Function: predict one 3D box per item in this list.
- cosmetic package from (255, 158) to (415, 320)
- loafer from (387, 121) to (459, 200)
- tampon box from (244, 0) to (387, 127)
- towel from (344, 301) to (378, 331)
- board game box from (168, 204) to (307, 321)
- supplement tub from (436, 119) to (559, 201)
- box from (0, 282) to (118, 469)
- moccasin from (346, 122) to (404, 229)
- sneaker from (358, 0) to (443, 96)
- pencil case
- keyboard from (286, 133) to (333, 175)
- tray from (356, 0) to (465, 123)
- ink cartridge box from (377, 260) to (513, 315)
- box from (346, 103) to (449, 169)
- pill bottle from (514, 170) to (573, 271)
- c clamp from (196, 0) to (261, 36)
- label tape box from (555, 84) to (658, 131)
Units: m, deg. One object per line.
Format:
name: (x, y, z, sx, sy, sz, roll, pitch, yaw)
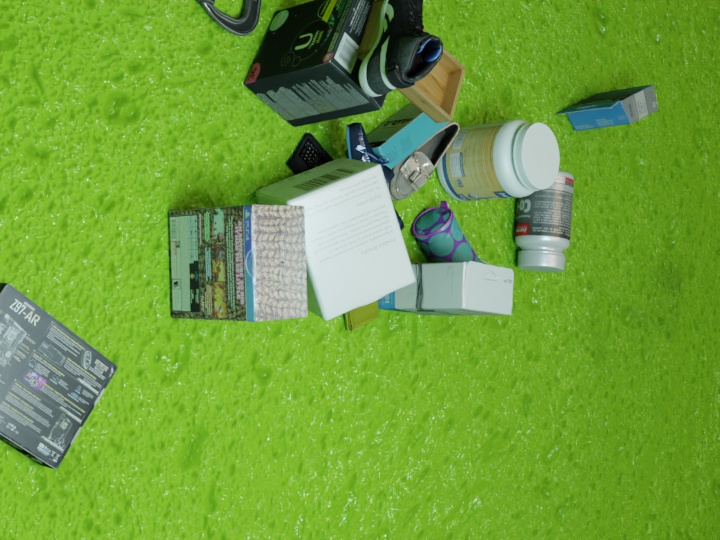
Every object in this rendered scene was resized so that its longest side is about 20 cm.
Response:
cosmetic package: (-0.041, -0.053, 1.556, 0.165, 0.165, 0.200, -22, 108, -19)
loafer: (0.116, -0.210, 1.822, 0.072, 0.063, 0.200, 53, 55, -32)
tampon box: (-0.054, -0.331, 1.552, 0.126, 0.200, 0.150, 38, 62, -38)
towel: (0.000, 0.000, 1.712, 0.086, 0.018, 0.200, -22, 115, -43)
board game box: (-0.179, -0.011, 1.423, 0.097, 0.200, 0.160, -3, 92, -45)
supplement tub: (0.258, -0.207, 1.870, 0.144, 0.200, 0.145, 0, 90, -45)
box: (-0.432, 0.137, 1.274, 0.200, 0.043, 0.160, 45, 59, -35)
moccasin: (0.026, -0.155, 1.652, 0.081, 0.068, 0.200, -77, 153, -65)
sneaker: (0.080, -0.338, 1.416, 0.073, 0.112, 0.200, 37, 63, -40)
pencil case: (0.181, -0.030, 1.872, 0.092, 0.085, 0.200, -48, 124, -16)
keyboard: (-0.044, -0.133, 1.676, 0.200, 0.040, 0.104, 47, 57, -33)
tray: (0.081, -0.320, 1.524, 0.200, 0.037, 0.099, 31, 67, -40)
ink cartridge box: (0.150, 0.034, 1.757, 0.146, 0.200, 0.086, 9, 83, -45)
box: (0.070, -0.239, 1.762, 0.200, 0.082, 0.049, -41, 118, -37)
pill bottle: (0.380, -0.102, 2.055, 0.114, 0.114, 0.201, 11, 82, -45)
c clamp: (-0.211, -0.468, 1.523, 0.171, 0.027, 0.201, 8, 82, -50)
label tape box: (0.551, -0.355, 2.209, 0.200, 0.143, 0.066, -30, 110, -42)
